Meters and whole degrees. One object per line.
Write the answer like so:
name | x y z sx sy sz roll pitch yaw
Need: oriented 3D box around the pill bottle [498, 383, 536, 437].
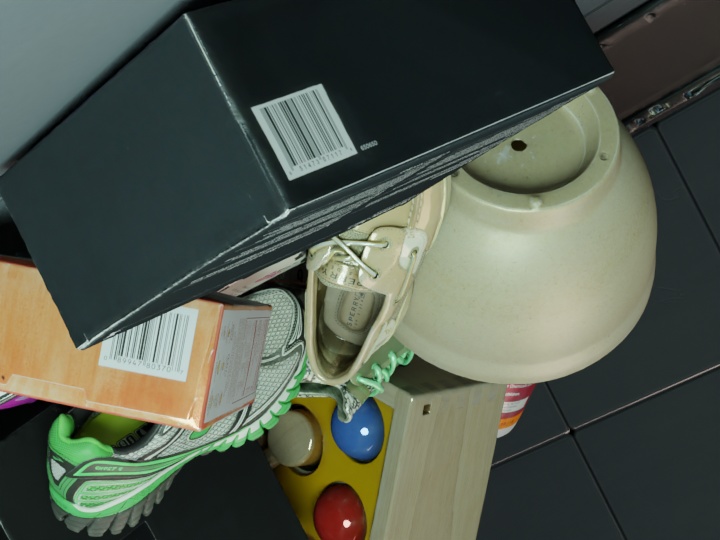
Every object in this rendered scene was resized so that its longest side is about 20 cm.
pill bottle | 0.110 0.025 1.218 0.113 0.113 0.201 -24 142 -56

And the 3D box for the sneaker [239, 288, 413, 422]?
sneaker | 0.000 0.060 1.024 0.198 0.089 0.077 -7 157 -5

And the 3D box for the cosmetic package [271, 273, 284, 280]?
cosmetic package | -0.049 0.008 1.259 0.199 0.106 0.071 -27 176 13

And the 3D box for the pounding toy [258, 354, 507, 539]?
pounding toy | -0.025 0.138 1.129 0.141 0.186 0.199 -5 -158 -43

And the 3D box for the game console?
game console | 0.245 -0.199 1.199 0.199 0.116 0.177 -29 -153 36

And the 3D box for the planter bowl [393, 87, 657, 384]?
planter bowl | 0.096 -0.048 0.962 0.199 0.201 0.135 -27 152 -16

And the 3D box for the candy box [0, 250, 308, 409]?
candy box | -0.130 0.010 0.889 0.199 0.061 0.136 -27 179 -2

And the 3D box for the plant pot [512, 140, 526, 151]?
plant pot | 0.112 -0.042 1.337 0.141 0.202 0.200 2 164 -26

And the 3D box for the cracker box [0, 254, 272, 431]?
cracker box | -0.119 0.029 0.719 0.133 0.058 0.200 11 178 2

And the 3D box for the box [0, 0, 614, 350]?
box | -0.018 -0.056 0.596 0.199 0.079 0.141 -26 175 -45

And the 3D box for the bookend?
bookend | -0.161 0.161 1.003 0.198 0.201 0.092 -37 -162 -33

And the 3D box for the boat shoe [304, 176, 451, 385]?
boat shoe | 0.003 -0.013 0.881 0.201 0.072 0.065 103 14 -46

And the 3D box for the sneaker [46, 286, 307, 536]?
sneaker | -0.104 0.073 0.923 0.200 0.078 0.086 -41 153 -30

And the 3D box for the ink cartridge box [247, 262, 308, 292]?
ink cartridge box | 0.000 0.000 1.104 0.198 0.051 0.109 8 172 -33
